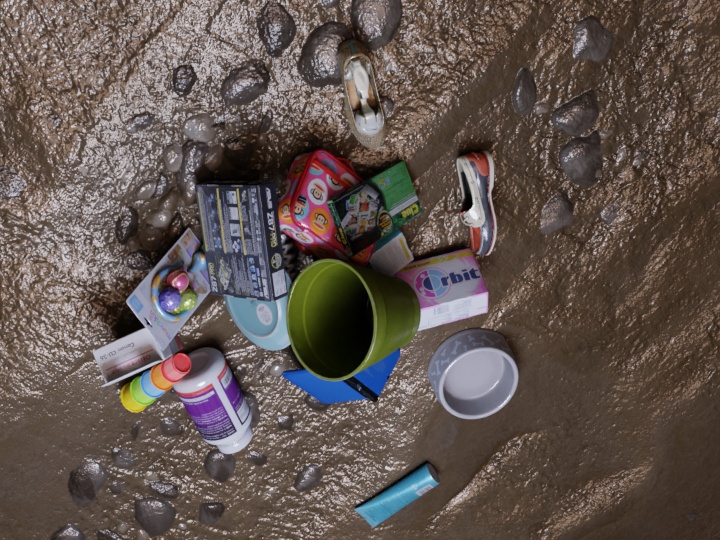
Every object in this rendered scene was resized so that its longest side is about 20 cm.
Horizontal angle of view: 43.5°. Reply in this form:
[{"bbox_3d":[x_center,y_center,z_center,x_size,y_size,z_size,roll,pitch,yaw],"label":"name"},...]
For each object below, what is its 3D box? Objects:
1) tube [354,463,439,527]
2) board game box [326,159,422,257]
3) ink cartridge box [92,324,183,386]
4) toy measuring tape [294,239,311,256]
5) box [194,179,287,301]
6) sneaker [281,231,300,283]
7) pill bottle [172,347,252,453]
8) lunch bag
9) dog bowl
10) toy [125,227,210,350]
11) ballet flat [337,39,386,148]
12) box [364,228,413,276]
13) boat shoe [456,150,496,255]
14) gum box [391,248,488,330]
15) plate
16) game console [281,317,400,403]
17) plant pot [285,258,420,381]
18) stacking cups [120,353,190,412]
[{"bbox_3d":[0.084,0.503,2.011,0.199,0.051,0.078,-36,115,13],"label":"tube"},{"bbox_3d":[0.028,-0.112,1.598,0.199,0.023,0.106,-32,105,-40],"label":"board game box"},{"bbox_3d":[-0.401,0.145,1.621,0.115,0.200,0.069,-25,92,1],"label":"ink cartridge box"},{"bbox_3d":[-0.063,-0.038,1.673,0.073,0.074,0.200,-40,118,11],"label":"toy measuring tape"},{"bbox_3d":[-0.207,-0.053,1.567,0.159,0.049,0.204,3,107,36],"label":"box"},{"bbox_3d":[-0.154,-0.004,1.648,0.079,0.075,0.204,-14,89,6],"label":"sneaker"},{"bbox_3d":[-0.283,0.258,1.760,0.111,0.113,0.203,-21,120,0],"label":"pill bottle"},{"bbox_3d":[-0.048,-0.115,1.599,0.199,0.081,0.179,35,63,-34],"label":"lunch bag"},{"bbox_3d":[0.240,0.222,1.886,0.196,0.059,0.204,-5,118,-10],"label":"dog bowl"},{"bbox_3d":[-0.313,0.028,1.590,0.047,0.201,0.116,-11,124,36],"label":"toy"},{"bbox_3d":[0.003,-0.293,1.556,0.069,0.066,0.203,-20,120,-1],"label":"ballet flat"},{"bbox_3d":[0.000,0.000,1.685,0.199,0.049,0.083,-37,137,-7],"label":"box"},{"bbox_3d":[0.213,-0.122,1.686,0.061,0.071,0.204,-14,115,-21],"label":"boat shoe"},{"bbox_3d":[0.144,0.039,1.726,0.196,0.115,0.067,-14,142,-4],"label":"gum box"},{"bbox_3d":[-0.190,0.055,1.642,0.025,0.198,0.204,-26,131,-46],"label":"plate"},{"bbox_3d":[-0.034,0.182,1.784,0.173,0.117,0.200,-60,147,-10],"label":"game console"},{"bbox_3d":[0.005,0.079,1.582,0.191,0.200,0.203,-3,126,-52],"label":"plant pot"},{"bbox_3d":[-0.382,0.202,1.690,0.060,0.061,0.199,30,137,-24],"label":"stacking cups"}]
